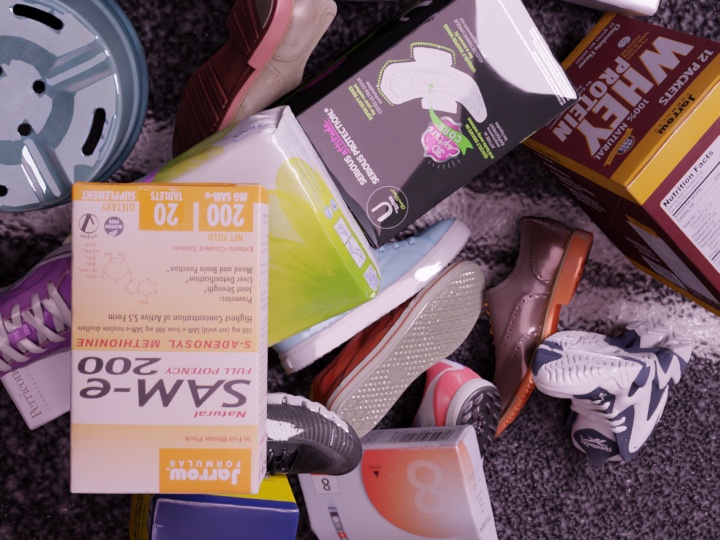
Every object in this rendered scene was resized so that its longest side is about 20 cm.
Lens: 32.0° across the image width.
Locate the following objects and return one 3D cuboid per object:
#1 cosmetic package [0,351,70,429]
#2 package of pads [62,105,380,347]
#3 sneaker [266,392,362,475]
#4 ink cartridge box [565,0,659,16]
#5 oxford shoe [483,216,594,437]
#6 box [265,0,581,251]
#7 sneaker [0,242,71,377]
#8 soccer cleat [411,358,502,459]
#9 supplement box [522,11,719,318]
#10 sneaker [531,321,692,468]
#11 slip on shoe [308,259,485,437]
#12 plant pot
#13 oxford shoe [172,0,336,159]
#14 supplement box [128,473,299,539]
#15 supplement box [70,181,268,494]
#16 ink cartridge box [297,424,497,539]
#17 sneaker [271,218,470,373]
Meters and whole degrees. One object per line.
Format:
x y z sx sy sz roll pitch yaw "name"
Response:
-0.203 0.035 1.022 0.199 0.074 0.102 -29 105 -7 "cosmetic package"
-0.103 -0.016 0.929 0.199 0.068 0.155 -25 109 18 "package of pads"
-0.090 0.130 0.927 0.199 0.091 0.067 22 129 -19 "sneaker"
0.156 -0.304 1.025 0.198 0.085 0.146 12 98 -16 "ink cartridge box"
0.140 0.049 1.114 0.072 0.071 0.202 22 98 11 "oxford shoe"
0.044 -0.133 1.001 0.199 0.149 0.125 -36 106 -4 "box"
-0.250 0.052 0.891 0.199 0.114 0.073 -23 108 24 "sneaker"
0.072 0.173 1.123 0.068 0.073 0.202 -10 123 -36 "soccer cleat"
0.262 -0.081 1.019 0.133 0.197 0.200 -48 118 1 "supplement box"
0.210 0.121 1.103 0.198 0.079 0.131 -11 119 -51 "sneaker"
0.032 0.060 1.079 0.200 0.061 0.074 -44 131 -17 "slip on shoe"
-0.250 -0.131 0.913 0.198 0.196 0.202 -2 101 -12 "plant pot"
-0.085 -0.141 0.987 0.074 0.071 0.200 4 141 -38 "oxford shoe"
-0.124 0.196 1.004 0.108 0.200 0.110 7 101 -14 "supplement box"
-0.125 0.043 0.833 0.125 0.074 0.202 0 92 -1 "supplement box"
0.038 0.236 1.085 0.161 0.050 0.202 -7 101 27 "ink cartridge box"
0.000 0.000 1.061 0.199 0.074 0.082 -35 95 -12 "sneaker"
